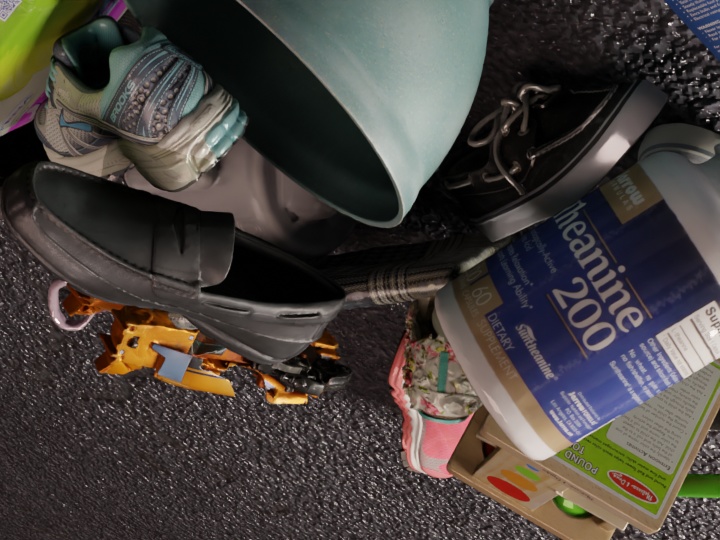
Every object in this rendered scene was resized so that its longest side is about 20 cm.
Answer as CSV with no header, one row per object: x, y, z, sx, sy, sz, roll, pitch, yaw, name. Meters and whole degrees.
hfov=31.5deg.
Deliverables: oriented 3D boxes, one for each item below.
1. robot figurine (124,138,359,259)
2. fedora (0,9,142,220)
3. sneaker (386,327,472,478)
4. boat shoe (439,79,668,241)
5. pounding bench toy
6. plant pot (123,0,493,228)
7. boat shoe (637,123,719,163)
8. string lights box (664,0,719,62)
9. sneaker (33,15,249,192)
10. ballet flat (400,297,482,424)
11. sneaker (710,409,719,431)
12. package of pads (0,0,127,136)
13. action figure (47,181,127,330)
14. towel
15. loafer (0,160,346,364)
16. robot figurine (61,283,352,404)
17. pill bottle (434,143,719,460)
-0.078,-0.062,0.877,0.200,0.113,0.169,-3,173,42,robot figurine
-0.205,-0.122,0.877,0.200,0.177,0.090,-16,176,24,fedora
0.080,0.125,1.084,0.087,0.074,0.200,12,147,21,sneaker
0.104,-0.076,0.756,0.068,0.074,0.199,42,162,-6,boat shoe
0.181,0.122,0.867,0.200,0.124,0.156,30,160,5,pounding bench toy
-0.012,-0.139,0.656,0.200,0.134,0.200,39,169,10,plant pot
0.225,-0.002,0.771,0.070,0.072,0.201,-7,136,44,boat shoe
0.182,-0.158,0.577,0.200,0.059,0.103,41,147,-22,string lights box
-0.138,-0.103,0.715,0.200,0.078,0.086,8,140,53,sneaker
0.066,0.040,0.903,0.075,0.200,0.064,2,110,1,ballet flat
0.296,0.103,0.856,0.200,0.096,0.079,-5,139,45,sneaker
-0.208,-0.132,0.716,0.068,0.200,0.154,45,111,-5,package of pads
-0.132,0.013,1.019,0.200,0.149,0.134,33,147,17,action figure
0.000,0.000,0.847,0.192,0.200,0.035,-9,94,21,towel
-0.095,-0.011,0.683,0.200,0.068,0.070,28,131,-35,loafer
-0.102,0.043,0.900,0.200,0.058,0.145,16,-157,-39,robot figurine
0.149,0.007,0.685,0.200,0.111,0.111,-33,125,10,pill bottle
